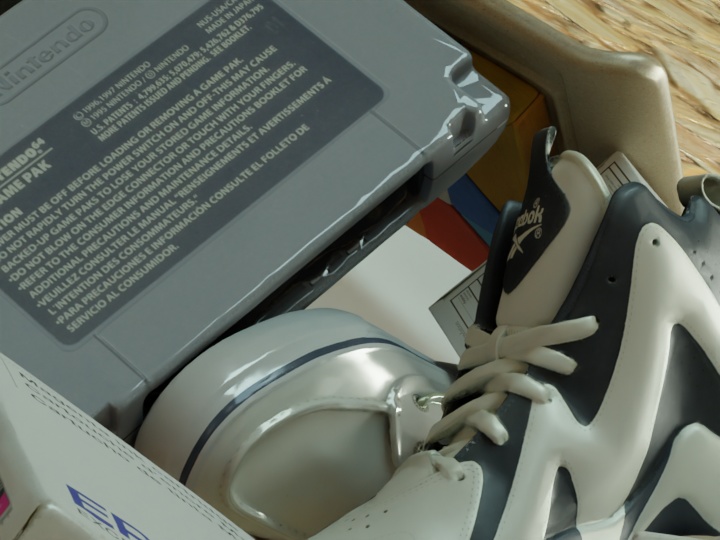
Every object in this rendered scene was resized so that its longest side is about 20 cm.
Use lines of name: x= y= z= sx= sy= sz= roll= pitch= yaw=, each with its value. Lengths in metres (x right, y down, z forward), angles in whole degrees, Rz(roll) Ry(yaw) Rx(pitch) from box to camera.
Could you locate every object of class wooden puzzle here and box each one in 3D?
wooden puzzle: x=0.023 y=-0.053 z=0.911 sx=0.200 sy=0.037 sz=0.185 roll=29 pitch=-22 yaw=27

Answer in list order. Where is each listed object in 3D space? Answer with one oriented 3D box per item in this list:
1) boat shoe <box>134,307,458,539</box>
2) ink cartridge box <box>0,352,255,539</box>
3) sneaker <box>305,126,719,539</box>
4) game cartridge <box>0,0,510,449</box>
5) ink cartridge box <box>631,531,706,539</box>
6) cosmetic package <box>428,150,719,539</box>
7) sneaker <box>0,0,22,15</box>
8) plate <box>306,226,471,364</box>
boat shoe: x=0.013 y=0.059 z=0.811 sx=0.067 sy=0.074 sz=0.200 roll=39 pitch=19 yaw=28
ink cartridge box: x=-0.022 y=0.092 z=0.598 sx=0.196 sy=0.043 sz=0.200 roll=39 pitch=2 yaw=-20
sneaker: x=0.043 y=0.029 z=0.747 sx=0.199 sy=0.130 sz=0.079 roll=-17 pitch=5 yaw=-20
game cartridge: x=-0.067 y=-0.031 z=0.799 sx=0.133 sy=0.042 sz=0.200 roll=38 pitch=61 yaw=24
ink cartridge box: x=0.189 y=0.123 z=0.710 sx=0.199 sy=0.050 sz=0.162 roll=8 pitch=-14 yaw=33
cosmetic package: x=0.114 y=0.053 z=0.881 sx=0.200 sy=0.082 sz=0.051 roll=44 pitch=12 yaw=-40
sneaker: x=-0.143 y=-0.106 z=0.925 sx=0.200 sy=0.106 sz=0.075 roll=40 pitch=20 yaw=20
plate: x=0.000 y=0.000 z=1.008 sx=0.199 sy=0.032 sz=0.200 roll=18 pitch=24 yaw=-35
